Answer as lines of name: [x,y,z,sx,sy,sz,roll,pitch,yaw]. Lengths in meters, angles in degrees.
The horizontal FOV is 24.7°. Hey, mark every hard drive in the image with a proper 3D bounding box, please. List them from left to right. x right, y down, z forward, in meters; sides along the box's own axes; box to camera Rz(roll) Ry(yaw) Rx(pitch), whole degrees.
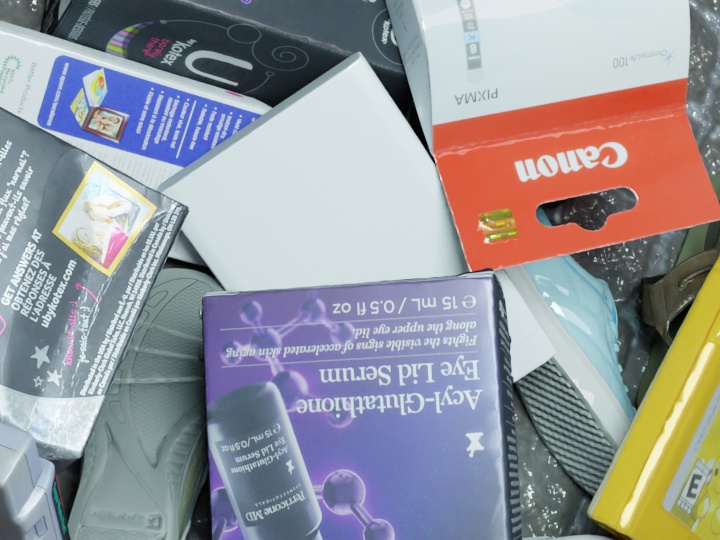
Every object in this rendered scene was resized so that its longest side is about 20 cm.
hard drive: [0.000,0.000,0.898,0.132,0.027,0.200,-33,108,7]

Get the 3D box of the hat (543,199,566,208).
hat: [0.126,-0.137,0.983,0.201,0.081,0.201,42,41,-51]

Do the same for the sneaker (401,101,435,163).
sneaker: [0.044,-0.098,0.990,0.078,0.077,0.201,44,37,-41]

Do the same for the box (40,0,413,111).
box: [-0.066,-0.153,0.924,0.199,0.122,0.107,14,67,-21]

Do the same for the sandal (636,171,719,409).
sandal: [0.202,0.011,1.030,0.057,0.080,0.202,33,54,-18]

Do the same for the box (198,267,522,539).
box: [0.006,0.108,0.818,0.147,0.104,0.201,-5,82,8]

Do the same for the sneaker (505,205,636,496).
sneaker: [0.133,0.045,0.986,0.082,0.074,0.201,-30,89,-26]

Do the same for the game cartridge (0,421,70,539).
game cartridge: [-0.189,0.105,0.722,0.129,0.200,0.039,16,58,6]

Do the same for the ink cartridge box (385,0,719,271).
ink cartridge box: [0.107,-0.112,0.883,0.159,0.047,0.201,-12,77,-18]

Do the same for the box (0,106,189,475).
box: [-0.181,0.029,0.768,0.114,0.200,0.133,27,64,-14]

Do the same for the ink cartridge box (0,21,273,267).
ink cartridge box: [-0.119,-0.062,0.896,0.199,0.037,0.095,16,103,-19]

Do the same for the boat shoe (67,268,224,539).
boat shoe: [-0.112,0.095,0.867,0.074,0.065,0.203,8,64,-3]

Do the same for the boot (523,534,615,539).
boot: [0.054,0.182,0.892,0.199,0.096,0.074,-15,81,-28]

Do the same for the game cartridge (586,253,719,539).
game cartridge: [0.222,0.088,0.959,0.176,0.032,0.201,39,78,-47]
